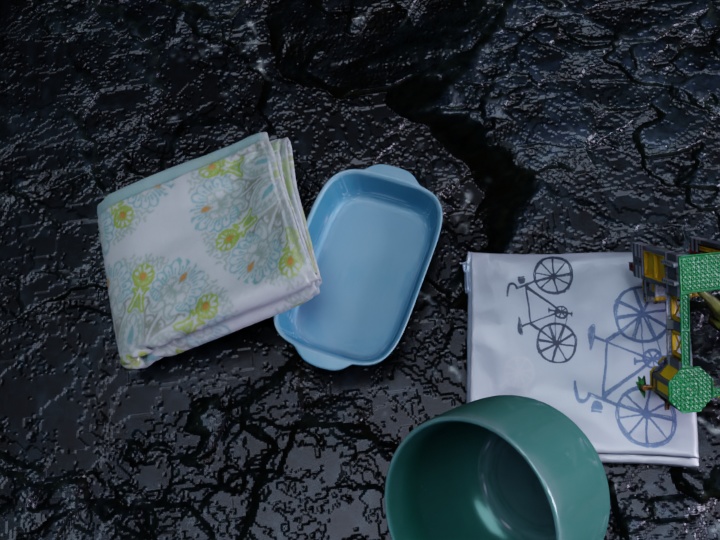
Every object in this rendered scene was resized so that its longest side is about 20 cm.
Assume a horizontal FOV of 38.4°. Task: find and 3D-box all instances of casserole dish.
[{"bbox_3d":[0.000,0.000,0.928,0.120,0.039,0.201,16,71,13],"label":"casserole dish"}]

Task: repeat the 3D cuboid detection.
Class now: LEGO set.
[{"bbox_3d":[0.307,0.033,0.845,0.198,0.116,0.155,-14,99,-4],"label":"LEGO set"}]

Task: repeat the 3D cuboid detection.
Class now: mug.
[{"bbox_3d":[0.112,0.188,0.782,0.151,0.114,0.187,-1,97,38],"label":"mug"}]

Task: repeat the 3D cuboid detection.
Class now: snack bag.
[{"bbox_3d":[0.183,0.072,0.884,0.198,0.021,0.190,0,66,6],"label":"snack bag"}]

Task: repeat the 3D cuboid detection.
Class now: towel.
[{"bbox_3d":[-0.139,-0.022,0.928,0.199,0.048,0.172,-22,58,9],"label":"towel"}]
